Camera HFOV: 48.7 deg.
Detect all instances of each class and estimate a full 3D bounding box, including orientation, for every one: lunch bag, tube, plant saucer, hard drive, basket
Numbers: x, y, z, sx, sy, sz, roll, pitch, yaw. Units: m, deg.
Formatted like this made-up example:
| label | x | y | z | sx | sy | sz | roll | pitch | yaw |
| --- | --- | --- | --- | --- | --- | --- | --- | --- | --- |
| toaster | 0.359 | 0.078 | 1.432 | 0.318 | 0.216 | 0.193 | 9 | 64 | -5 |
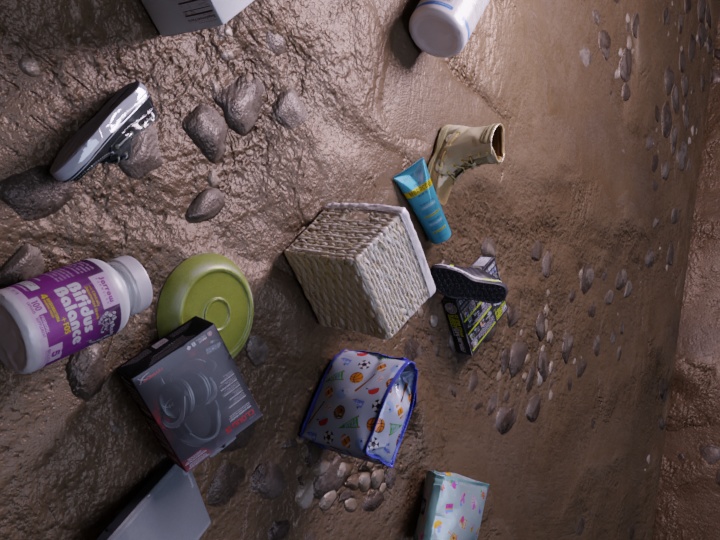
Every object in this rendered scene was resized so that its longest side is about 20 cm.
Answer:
| label | x | y | z | sx | sy | sz | roll | pitch | yaw |
| --- | --- | --- | --- | --- | --- | --- | --- | --- | --- |
| lunch bag | 0.197 | 0.548 | 1.817 | 0.200 | 0.122 | 0.171 | 28 | 72 | -55 |
| tube | 0.141 | -0.148 | 1.738 | 0.077 | 0.050 | 0.200 | -36 | 124 | -8 |
| lunch bag | 0.007 | 0.253 | 1.514 | 0.124 | 0.170 | 0.200 | 41 | 61 | -48 |
| plant saucer | -0.242 | 0.072 | 1.300 | 0.200 | 0.031 | 0.200 | -8 | 100 | -50 |
| hard drive | -0.308 | 0.395 | 1.205 | 0.200 | 0.033 | 0.140 | -50 | 130 | -57 |
| basket | 0.000 | 0.000 | 1.466 | 0.161 | 0.198 | 0.200 | -47 | 128 | -33 |

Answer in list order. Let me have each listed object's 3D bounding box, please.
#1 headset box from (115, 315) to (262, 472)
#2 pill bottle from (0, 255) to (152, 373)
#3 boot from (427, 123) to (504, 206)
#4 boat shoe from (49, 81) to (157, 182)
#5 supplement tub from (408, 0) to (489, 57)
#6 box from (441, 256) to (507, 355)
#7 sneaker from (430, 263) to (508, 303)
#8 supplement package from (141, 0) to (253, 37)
| label | x | y | z | sx | sy | sz | roll | pitch | yaw |
| --- | --- | --- | --- | --- | --- | --- | --- | --- | --- |
| headset box | -0.255 | 0.196 | 1.221 | 0.149 | 0.077 | 0.200 | -34 | 114 | -26 |
| pill bottle | -0.382 | 0.049 | 1.060 | 0.200 | 0.112 | 0.112 | -29 | 115 | -46 |
| boot | 0.234 | -0.233 | 1.761 | 0.073 | 0.155 | 0.200 | 33 | 69 | -48 |
| boat shoe | -0.346 | -0.182 | 1.113 | 0.071 | 0.072 | 0.200 | 56 | 50 | -32 |
| supplement tub | 0.198 | -0.568 | 1.708 | 0.132 | 0.132 | 0.200 | 53 | 54 | -39 |
| box | 0.282 | 0.083 | 1.939 | 0.200 | 0.044 | 0.160 | -44 | 126 | -39 |
| sneaker | 0.245 | 0.026 | 1.843 | 0.200 | 0.083 | 0.072 | 18 | 113 | -14 |
| supplement package | -0.238 | -0.483 | 1.161 | 0.191 | 0.147 | 0.200 | -52 | 130 | -35 |
